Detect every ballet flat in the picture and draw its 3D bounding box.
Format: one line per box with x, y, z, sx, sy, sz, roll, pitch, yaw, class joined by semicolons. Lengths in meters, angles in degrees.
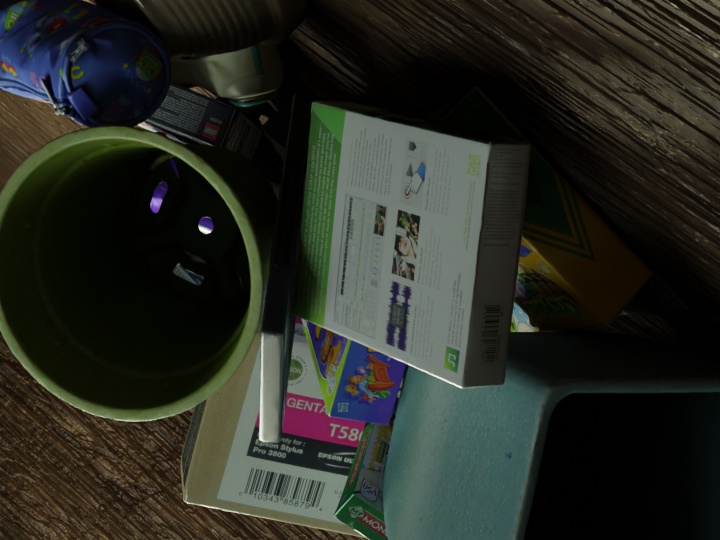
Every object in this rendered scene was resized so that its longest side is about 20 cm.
-0.118;-0.176;1.380;0.070;0.070;0.200;50;165;-28;ballet flat

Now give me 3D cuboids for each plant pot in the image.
-0.139;-0.217;1.212;0.201;0.093;0.201;42;167;12;plant pot
-0.138;-0.017;1.241;0.200;0.200;0.190;43;-161;1;plant pot
0.121;0.130;1.149;0.195;0.198;0.200;2;-164;-33;plant pot

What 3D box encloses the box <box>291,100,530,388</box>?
0.026;-0.022;1.070;0.036;0.145;0.200;-1;-168;-34;box

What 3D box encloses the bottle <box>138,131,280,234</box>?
-0.126;-0.061;1.384;0.199;0.066;0.084;23;-179;-16;bottle

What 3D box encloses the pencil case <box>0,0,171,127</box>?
-0.211;-0.151;1.236;0.200;0.087;0.078;26;148;55;pencil case

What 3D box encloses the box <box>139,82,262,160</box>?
-0.183;-0.140;1.382;0.199;0.035;0.110;22;178;8;box

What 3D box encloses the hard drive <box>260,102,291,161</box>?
0.006;-0.040;1.417;0.200;0.038;0.140;51;176;-29;hard drive

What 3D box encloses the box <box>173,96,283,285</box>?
-0.124;-0.056;1.450;0.121;0.200;0.032;46;153;-12;box

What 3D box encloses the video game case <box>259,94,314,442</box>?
-0.052;-0.001;1.217;0.019;0.201;0.143;5;145;0;video game case

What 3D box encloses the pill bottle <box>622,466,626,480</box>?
0.182;0.134;1.320;0.109;0.109;0.200;48;167;-20;pill bottle

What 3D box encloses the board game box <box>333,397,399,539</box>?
0.081;0.186;1.265;0.199;0.029;0.135;34;-149;-8;board game box

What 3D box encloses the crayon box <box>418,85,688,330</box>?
0.111;-0.025;1.151;0.200;0.052;0.126;45;168;-7;crayon box

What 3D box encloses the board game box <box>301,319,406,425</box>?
0.000;0.000;1.242;0.044;0.135;0.200;10;-157;-15;board game box

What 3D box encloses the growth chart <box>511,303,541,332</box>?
0.093;0.025;1.303;0.145;0.018;0.201;1;112;70;growth chart

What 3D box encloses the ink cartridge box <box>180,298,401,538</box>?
-0.032;0.121;1.406;0.199;0.166;0.075;12;-159;-11;ink cartridge box

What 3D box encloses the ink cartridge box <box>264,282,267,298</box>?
-0.070;0.014;1.512;0.088;0.145;0.200;52;-175;-26;ink cartridge box
